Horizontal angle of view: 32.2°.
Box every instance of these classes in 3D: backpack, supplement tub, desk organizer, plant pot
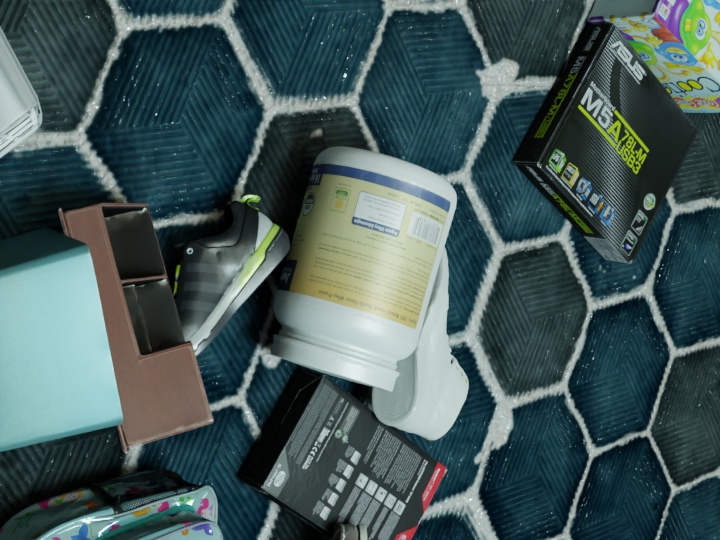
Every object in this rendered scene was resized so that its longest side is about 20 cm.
[{"bbox_3d":[-0.211,0.274,1.050,0.198,0.150,0.180,-6,100,-31],"label":"backpack"},{"bbox_3d":[0.000,0.000,1.167,0.143,0.144,0.203,21,83,-36],"label":"supplement tub"},{"bbox_3d":[-0.187,0.042,1.032,0.076,0.072,0.203,-15,87,-14],"label":"desk organizer"},{"bbox_3d":[-0.308,0.063,0.959,0.198,0.141,0.143,-15,104,-25],"label":"plant pot"}]

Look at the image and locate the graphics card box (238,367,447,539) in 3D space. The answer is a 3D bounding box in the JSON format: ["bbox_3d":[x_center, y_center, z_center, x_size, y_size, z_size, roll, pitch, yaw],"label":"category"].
[{"bbox_3d":[-0.014,0.201,1.239,0.200,0.051,0.126,39,73,-34],"label":"graphics card box"}]

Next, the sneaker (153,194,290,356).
[{"bbox_3d":[-0.148,0.016,1.123,0.083,0.072,0.200,43,68,-6],"label":"sneaker"}]

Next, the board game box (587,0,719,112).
[{"bbox_3d":[0.374,-0.277,1.435,0.199,0.104,0.104,33,77,-33],"label":"board game box"}]

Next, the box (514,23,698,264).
[{"bbox_3d":[0.285,-0.142,1.422,0.200,0.047,0.194,41,74,-33],"label":"box"}]

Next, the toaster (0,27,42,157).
[{"bbox_3d":[-0.330,-0.133,0.932,0.200,0.113,0.130,-43,122,-27],"label":"toaster"}]

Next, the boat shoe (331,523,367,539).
[{"bbox_3d":[-0.043,0.334,1.204,0.059,0.072,0.203,15,104,-7],"label":"boat shoe"}]

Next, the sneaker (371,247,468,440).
[{"bbox_3d":[0.067,0.072,1.282,0.115,0.073,0.203,34,62,-55],"label":"sneaker"}]
